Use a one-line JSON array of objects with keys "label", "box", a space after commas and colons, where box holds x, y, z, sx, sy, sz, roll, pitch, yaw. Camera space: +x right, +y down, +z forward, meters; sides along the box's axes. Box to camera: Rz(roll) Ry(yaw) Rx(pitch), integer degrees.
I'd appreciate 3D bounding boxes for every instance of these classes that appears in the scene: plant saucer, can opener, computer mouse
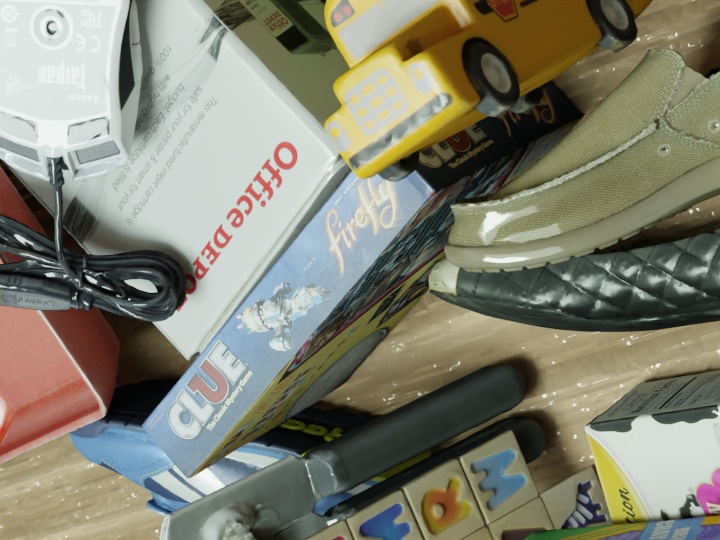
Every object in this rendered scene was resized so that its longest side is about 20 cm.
[{"label": "plant saucer", "box": [-0.199, -0.006, 1.372, 0.200, 0.037, 0.200, 56, 154, -4]}, {"label": "can opener", "box": [-0.012, 0.100, 1.254, 0.067, 0.199, 0.054, -11, 101, 59]}, {"label": "computer mouse", "box": [-0.129, -0.079, 1.240, 0.109, 0.044, 0.201, 5, 106, 9]}]

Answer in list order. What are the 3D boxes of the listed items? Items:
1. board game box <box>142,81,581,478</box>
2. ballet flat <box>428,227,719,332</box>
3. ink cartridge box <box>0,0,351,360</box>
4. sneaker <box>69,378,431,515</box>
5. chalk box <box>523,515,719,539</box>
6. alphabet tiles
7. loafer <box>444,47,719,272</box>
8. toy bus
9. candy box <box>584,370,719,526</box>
[{"label": "board game box", "box": [0.000, 0.000, 1.237, 0.035, 0.135, 0.200, 47, 124, 10]}, {"label": "ballet flat", "box": [0.121, -0.003, 1.212, 0.199, 0.066, 0.057, -3, 83, 29]}, {"label": "ink cartridge box", "box": [-0.089, -0.084, 1.296, 0.200, 0.083, 0.147, 46, 125, 11]}, {"label": "sneaker", "box": [-0.060, 0.105, 1.351, 0.199, 0.074, 0.083, 14, 116, 29]}, {"label": "chalk box", "box": [0.144, 0.178, 1.139, 0.199, 0.124, 0.125, -9, 105, 35]}, {"label": "alphabet tiles", "box": [0.050, 0.172, 1.231, 0.006, 0.199, 0.167, -17, 97, 57]}, {"label": "loafer", "box": [0.122, -0.056, 1.150, 0.199, 0.076, 0.068, -22, 92, 4]}, {"label": "toy bus", "box": [0.051, -0.102, 1.128, 0.065, 0.200, 0.079, -32, 89, 36]}, {"label": "candy box", "box": [0.208, 0.107, 1.186, 0.199, 0.061, 0.137, -12, 101, 35]}]
